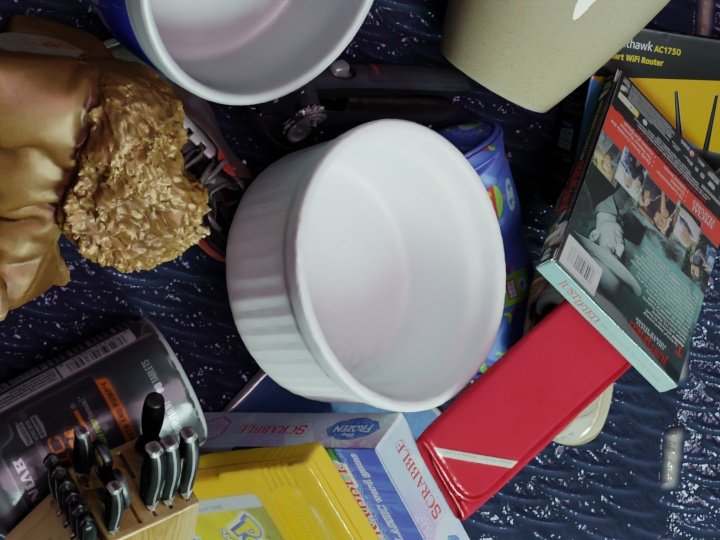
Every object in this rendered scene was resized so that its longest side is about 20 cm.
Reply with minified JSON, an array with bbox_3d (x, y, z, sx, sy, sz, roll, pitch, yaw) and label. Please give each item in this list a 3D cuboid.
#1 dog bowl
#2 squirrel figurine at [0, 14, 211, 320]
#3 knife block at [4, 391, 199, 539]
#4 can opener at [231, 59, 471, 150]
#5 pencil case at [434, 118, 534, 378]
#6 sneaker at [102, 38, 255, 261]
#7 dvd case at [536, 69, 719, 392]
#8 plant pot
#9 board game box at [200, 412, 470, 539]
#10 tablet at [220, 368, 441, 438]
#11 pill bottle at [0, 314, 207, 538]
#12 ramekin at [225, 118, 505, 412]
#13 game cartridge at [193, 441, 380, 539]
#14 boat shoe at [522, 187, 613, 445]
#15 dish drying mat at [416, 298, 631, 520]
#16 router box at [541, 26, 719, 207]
[{"bbox_3d":[-0.082,-0.216,1.425,0.200,0.079,0.201,-21,125,-32],"label":"dog bowl"},{"bbox_3d":[-0.203,-0.055,1.425,0.199,0.142,0.187,15,109,14],"label":"squirrel figurine"},{"bbox_3d":[-0.144,0.155,1.451,0.175,0.064,0.200,-42,155,18],"label":"knife block"},{"bbox_3d":[-0.003,-0.129,1.549,0.199,0.079,0.063,-4,147,-31],"label":"can opener"},{"bbox_3d":[0.086,-0.014,1.616,0.087,0.078,0.201,-32,116,-40],"label":"pencil case"},{"bbox_3d":[-0.118,-0.082,1.509,0.077,0.082,0.200,-45,116,-7],"label":"sneaker"},{"bbox_3d":[0.205,-0.031,1.574,0.146,0.022,0.200,43,47,-24],"label":"dvd case"},{"bbox_3d":[0.145,-0.223,1.549,0.187,0.187,0.200,24,107,-26],"label":"plant pot"},{"bbox_3d":[-0.012,0.191,1.561,0.041,0.199,0.200,-49,121,-38],"label":"board game box"},{"bbox_3d":[-0.005,0.133,1.651,0.130,0.014,0.200,-46,115,-6],"label":"tablet"},{"bbox_3d":[-0.216,0.121,1.506,0.199,0.106,0.107,-28,113,-14],"label":"pill bottle"},{"bbox_3d":[0.000,0.000,1.500,0.200,0.097,0.202,6,81,-42],"label":"ramekin"},{"bbox_3d":[-0.070,0.206,1.551,0.177,0.199,0.032,60,43,-23],"label":"game cartridge"},{"bbox_3d":[0.157,0.027,1.585,0.069,0.073,0.201,16,77,-61],"label":"boat shoe"},{"bbox_3d":[0.124,0.087,1.519,0.200,0.018,0.077,-40,112,-25],"label":"dish drying mat"},{"bbox_3d":[0.250,-0.111,1.677,0.199,0.051,0.150,5,101,-23],"label":"router box"}]
